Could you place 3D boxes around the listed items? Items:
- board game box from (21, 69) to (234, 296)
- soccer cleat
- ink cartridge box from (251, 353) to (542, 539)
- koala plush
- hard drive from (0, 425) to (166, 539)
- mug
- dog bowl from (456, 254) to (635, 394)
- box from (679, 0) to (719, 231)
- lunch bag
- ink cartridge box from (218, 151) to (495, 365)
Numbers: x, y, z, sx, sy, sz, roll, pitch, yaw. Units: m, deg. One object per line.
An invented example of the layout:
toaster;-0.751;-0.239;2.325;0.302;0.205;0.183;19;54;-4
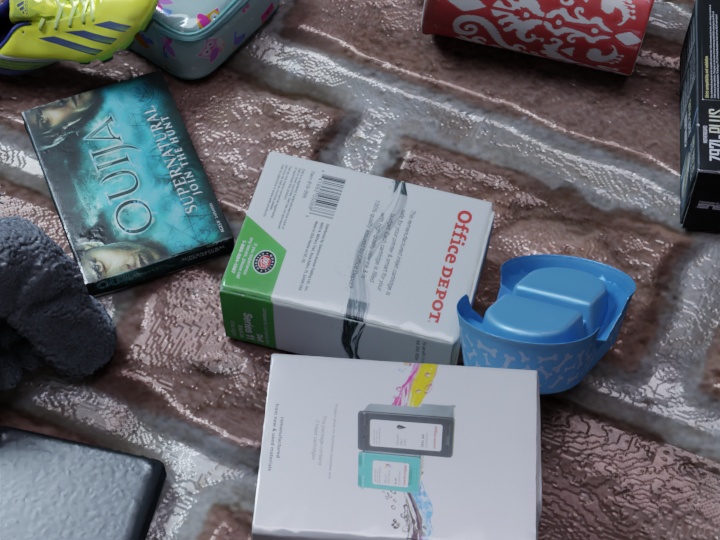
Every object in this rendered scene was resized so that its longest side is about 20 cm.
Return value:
board game box;-0.207;-0.079;1.395;0.135;0.028;0.201;-19;59;-13
soccer cleat;-0.269;-0.224;1.412;0.199;0.084;0.065;-13;55;29
ink cartridge box;0.028;0.164;1.170;0.199;0.147;0.147;4;56;1
koala plush;-0.323;0.000;1.272;0.177;0.184;0.200;-31;50;-19
hard drive;-0.242;0.222;1.197;0.139;0.033;0.201;11;58;7
mug;0.175;-0.276;1.468;0.199;0.134;0.178;17;60;6
dog bowl;0.146;0.042;1.253;0.111;0.050;0.200;14;22;22
box;0.369;-0.134;1.400;0.163;0.086;0.201;5;57;3
lunch bag;-0.182;-0.285;1.499;0.199;0.077;0.160;34;64;18
ink cartridge box;0.000;0.000;1.312;0.199;0.083;0.147;14;58;8
